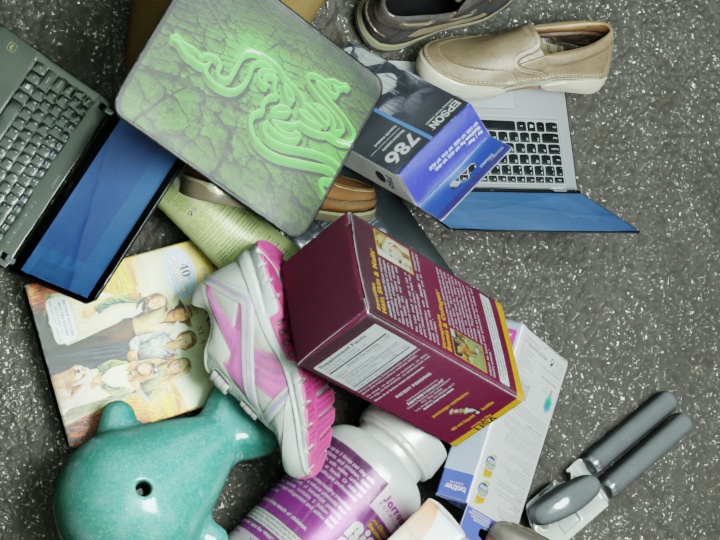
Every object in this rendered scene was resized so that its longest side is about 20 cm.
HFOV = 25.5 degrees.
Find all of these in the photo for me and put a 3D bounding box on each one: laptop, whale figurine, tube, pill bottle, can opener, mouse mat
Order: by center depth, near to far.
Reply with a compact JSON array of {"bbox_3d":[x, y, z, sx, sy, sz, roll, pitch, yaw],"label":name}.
[{"bbox_3d":[-0.087,-0.142,1.299,0.199,0.008,0.162,35,75,-25],"label":"mouse mat"},{"bbox_3d":[-0.158,0.168,1.316,0.199,0.104,0.160,-35,83,-24],"label":"whale figurine"},{"bbox_3d":[-0.268,-0.094,1.337,0.199,0.103,0.178,35,74,-12],"label":"laptop"},{"bbox_3d":[-0.019,0.207,1.380,0.112,0.112,0.200,46,73,-8],"label":"pill bottle"},{"bbox_3d":[-0.106,-0.024,1.382,0.200,0.058,0.052,43,40,-5],"label":"tube"},{"bbox_3d":[0.134,-0.114,1.449,0.185,0.116,0.202,1,74,-20],"label":"laptop"},{"bbox_3d":[0.236,0.187,1.495,0.199,0.066,0.053,-36,94,-23],"label":"can opener"}]

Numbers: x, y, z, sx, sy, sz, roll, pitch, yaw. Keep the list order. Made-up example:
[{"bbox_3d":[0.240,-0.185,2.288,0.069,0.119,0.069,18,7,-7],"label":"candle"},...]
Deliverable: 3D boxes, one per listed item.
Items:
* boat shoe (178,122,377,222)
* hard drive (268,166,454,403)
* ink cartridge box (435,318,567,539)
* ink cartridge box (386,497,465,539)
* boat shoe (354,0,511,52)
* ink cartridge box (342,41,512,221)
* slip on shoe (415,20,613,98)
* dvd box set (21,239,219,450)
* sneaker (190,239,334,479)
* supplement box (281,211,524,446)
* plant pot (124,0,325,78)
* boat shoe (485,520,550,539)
[{"bbox_3d":[-0.059,-0.084,1.356,0.199,0.072,0.069,5,101,-42],"label":"boat shoe"},{"bbox_3d":[0.000,0.000,1.452,0.139,0.033,0.201,-38,96,-19],"label":"hard drive"},{"bbox_3d":[0.125,0.156,1.438,0.119,0.042,0.202,37,66,-56],"label":"ink cartridge box"},{"bbox_3d":[-0.001,0.292,1.351,0.200,0.162,0.050,-39,75,-16],"label":"ink cartridge box"},{"bbox_3d":[0.090,-0.263,1.490,0.199,0.073,0.075,-31,94,-19],"label":"boat shoe"},{"bbox_3d":[0.029,-0.126,1.405,0.099,0.199,0.039,-45,143,-18],"label":"ink cartridge box"},{"bbox_3d":[0.148,-0.204,1.493,0.198,0.061,0.076,1,46,-20],"label":"slip on shoe"},{"bbox_3d":[-0.179,0.057,1.387,0.198,0.029,0.148,-15,89,-19],"label":"dvd box set"},{"bbox_3d":[-0.083,0.082,1.342,0.087,0.081,0.202,-19,83,16],"label":"sneaker"},{"bbox_3d":[0.036,0.052,1.339,0.199,0.085,0.111,30,35,-37],"label":"supplement box"},{"bbox_3d":[-0.122,-0.230,1.377,0.185,0.186,0.202,22,91,-14],"label":"plant pot"},{"bbox_3d":[0.179,0.292,1.437,0.199,0.076,0.072,36,85,-31],"label":"boat shoe"}]
